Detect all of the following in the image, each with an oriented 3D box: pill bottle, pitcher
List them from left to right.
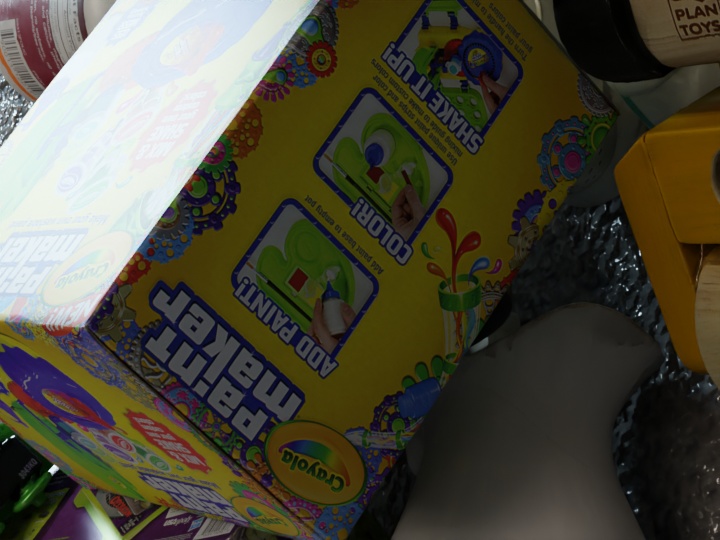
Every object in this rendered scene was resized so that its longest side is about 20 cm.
[{"bbox_3d":[-0.128,-0.150,1.078,0.200,0.114,0.115,5,80,55],"label":"pill bottle"},{"bbox_3d":[0.038,0.128,0.708,0.171,0.121,0.201,-16,56,29],"label":"pitcher"}]

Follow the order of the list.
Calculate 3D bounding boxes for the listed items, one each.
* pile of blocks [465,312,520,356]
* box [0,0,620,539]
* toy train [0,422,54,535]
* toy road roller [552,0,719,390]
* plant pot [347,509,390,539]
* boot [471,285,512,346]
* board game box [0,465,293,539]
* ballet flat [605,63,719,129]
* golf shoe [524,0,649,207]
[{"bbox_3d":[0.000,0.000,0.879,0.200,0.062,0.083,19,92,55],"label":"pile of blocks"},{"bbox_3d":[-0.047,-0.019,0.687,0.200,0.122,0.193,0,51,57],"label":"box"},{"bbox_3d":[-0.121,0.049,0.804,0.200,0.042,0.056,-48,9,-21],"label":"toy train"},{"bbox_3d":[0.173,-0.060,0.640,0.123,0.146,0.201,0,113,54],"label":"toy road roller"},{"bbox_3d":[-0.072,0.183,0.813,0.184,0.200,0.201,-39,45,22],"label":"plant pot"},{"bbox_3d":[-0.013,0.015,0.808,0.199,0.073,0.076,-28,44,35],"label":"boot"},{"bbox_3d":[-0.086,0.087,0.764,0.199,0.032,0.120,-16,34,42],"label":"board game box"},{"bbox_3d":[0.149,-0.150,0.733,0.069,0.069,0.201,28,98,55],"label":"ballet flat"},{"bbox_3d":[0.059,-0.124,0.783,0.075,0.091,0.201,-32,71,37],"label":"golf shoe"}]
